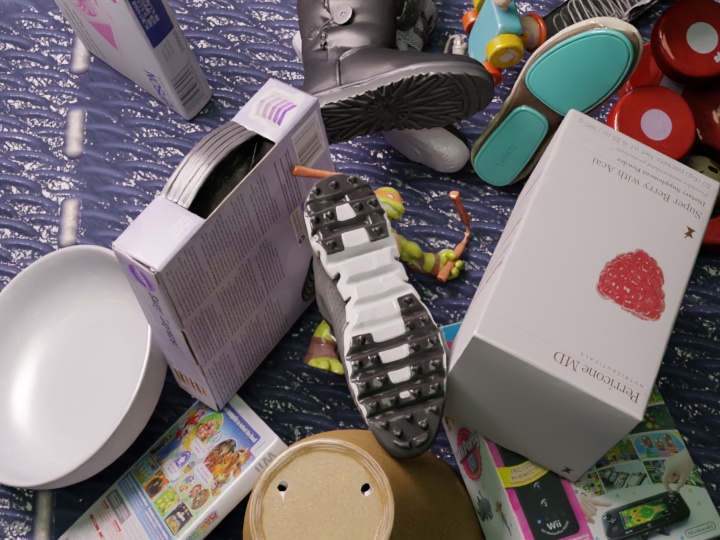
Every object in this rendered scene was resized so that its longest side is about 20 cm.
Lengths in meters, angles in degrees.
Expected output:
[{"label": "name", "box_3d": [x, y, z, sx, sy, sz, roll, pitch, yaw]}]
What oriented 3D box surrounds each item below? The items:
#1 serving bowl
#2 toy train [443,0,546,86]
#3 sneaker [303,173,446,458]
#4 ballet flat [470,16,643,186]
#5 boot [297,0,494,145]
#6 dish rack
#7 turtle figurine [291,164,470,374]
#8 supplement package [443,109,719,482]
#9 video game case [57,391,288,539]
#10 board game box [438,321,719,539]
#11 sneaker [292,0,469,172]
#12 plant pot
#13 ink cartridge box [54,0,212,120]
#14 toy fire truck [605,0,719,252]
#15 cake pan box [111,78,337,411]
[{"label": "serving bowl", "box_3d": [-0.230, 0.084, 0.969, 0.199, 0.066, 0.202, -14, 60, 26]}, {"label": "toy train", "box_3d": [0.119, -0.254, 0.992, 0.055, 0.150, 0.202, 0, 110, -15]}, {"label": "sneaker", "box_3d": [0.011, 0.038, 0.817, 0.066, 0.091, 0.201, -15, 66, -8]}, {"label": "ballet flat", "box_3d": [0.150, -0.142, 0.939, 0.067, 0.200, 0.063, 37, 48, -8]}, {"label": "boot", "box_3d": [0.024, -0.210, 0.976, 0.163, 0.066, 0.201, -7, 58, 14]}, {"label": "dish rack", "box_3d": [0.225, -0.230, 0.954, 0.153, 0.200, 0.055, -37, 93, -5]}, {"label": "turtle figurine", "box_3d": [0.000, 0.000, 0.933, 0.064, 0.199, 0.163, 11, 86, 44]}, {"label": "supplement package", "box_3d": [0.146, 0.017, 0.819, 0.121, 0.120, 0.201, 26, 59, 1]}, {"label": "video game case", "box_3d": [-0.152, 0.178, 0.906, 0.200, 0.018, 0.143, -45, 26, -8]}, {"label": "board game box", "box_3d": [0.148, 0.125, 0.866, 0.146, 0.064, 0.201, -13, 64, -18]}, {"label": "sneaker", "box_3d": [0.040, -0.176, 1.026, 0.114, 0.076, 0.200, -46, 64, -6]}, {"label": "plant pot", "box_3d": [-0.005, 0.186, 0.822, 0.185, 0.200, 0.188, -4, 68, 9]}, {"label": "ink cartridge box", "box_3d": [-0.234, -0.239, 1.042, 0.199, 0.197, 0.043, 34, 76, 22]}, {"label": "toy fire truck", "box_3d": [0.275, -0.103, 0.942, 0.167, 0.112, 0.201, 29, 76, 1]}, {"label": "cake pan box", "box_3d": [-0.087, -0.017, 0.902, 0.052, 0.201, 0.185, 25, 63, 25]}]
